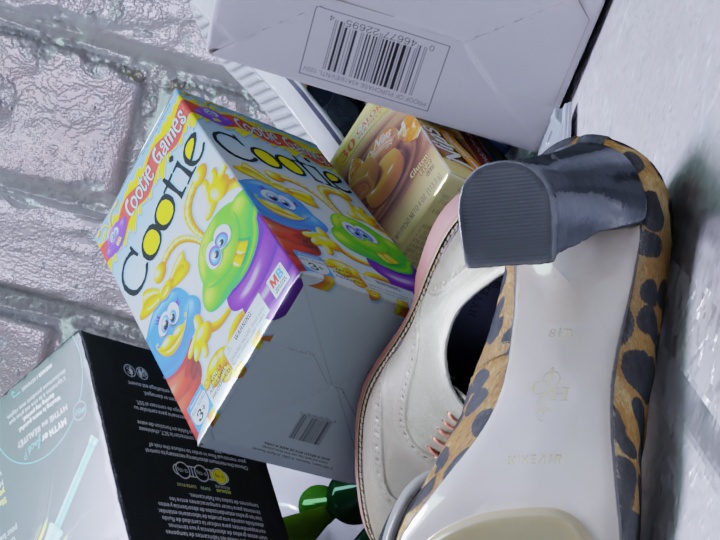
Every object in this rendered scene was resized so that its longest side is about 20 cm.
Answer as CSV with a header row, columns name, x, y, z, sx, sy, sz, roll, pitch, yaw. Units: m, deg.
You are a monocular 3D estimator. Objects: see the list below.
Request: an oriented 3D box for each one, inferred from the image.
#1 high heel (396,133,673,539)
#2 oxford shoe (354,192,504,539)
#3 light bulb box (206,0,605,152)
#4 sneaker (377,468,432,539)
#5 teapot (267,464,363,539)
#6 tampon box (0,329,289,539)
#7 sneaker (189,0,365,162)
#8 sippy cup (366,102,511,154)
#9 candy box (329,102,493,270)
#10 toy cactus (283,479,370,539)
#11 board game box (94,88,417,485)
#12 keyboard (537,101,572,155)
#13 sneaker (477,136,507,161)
name,x,y,z,sx,sy,sz,roll,pitch,yaw
high heel,0.066,0.059,0.487,0.142,0.071,0.201,-16,-70,-66
oxford shoe,0.041,0.062,0.711,0.074,0.070,0.201,-102,22,-63
light bulb box,0.036,-0.199,0.860,0.125,0.197,0.201,110,176,-47
sneaker,0.016,0.180,0.628,0.106,0.075,0.201,91,-158,-79
teapot,-0.036,0.125,1.221,0.200,0.145,0.198,-85,10,-83
tampon box,-0.130,0.164,0.834,0.150,0.126,0.201,-37,55,28
sneaker,-0.029,-0.125,0.990,0.079,0.200,0.079,-31,-27,-11
sippy cup,0.057,-0.144,1.025,0.139,0.177,0.131,-7,77,57
candy box,0.000,0.000,0.891,0.200,0.055,0.116,-56,32,23
toy cactus,0.013,0.137,0.913,0.165,0.102,0.201,-35,34,57
board game box,-0.050,0.004,0.813,0.103,0.105,0.200,-59,37,17
keyboard,0.082,0.006,0.831,0.056,0.011,0.201,-86,10,-53
sneaker,0.061,-0.042,0.966,0.073,0.082,0.200,-65,20,-5
